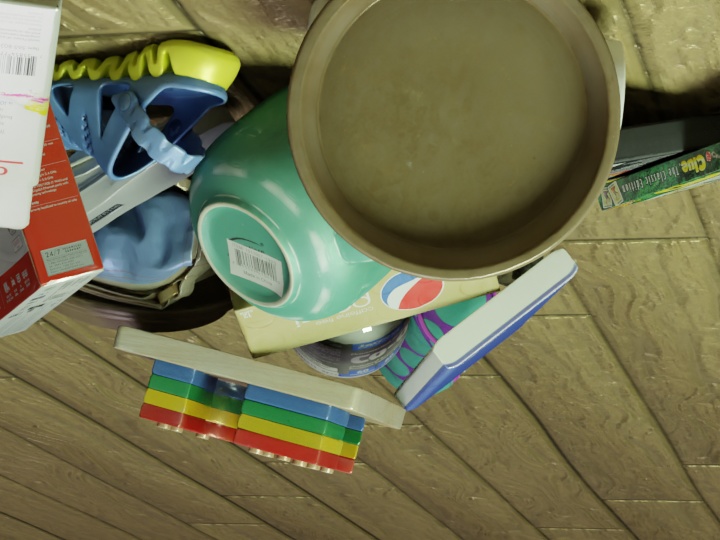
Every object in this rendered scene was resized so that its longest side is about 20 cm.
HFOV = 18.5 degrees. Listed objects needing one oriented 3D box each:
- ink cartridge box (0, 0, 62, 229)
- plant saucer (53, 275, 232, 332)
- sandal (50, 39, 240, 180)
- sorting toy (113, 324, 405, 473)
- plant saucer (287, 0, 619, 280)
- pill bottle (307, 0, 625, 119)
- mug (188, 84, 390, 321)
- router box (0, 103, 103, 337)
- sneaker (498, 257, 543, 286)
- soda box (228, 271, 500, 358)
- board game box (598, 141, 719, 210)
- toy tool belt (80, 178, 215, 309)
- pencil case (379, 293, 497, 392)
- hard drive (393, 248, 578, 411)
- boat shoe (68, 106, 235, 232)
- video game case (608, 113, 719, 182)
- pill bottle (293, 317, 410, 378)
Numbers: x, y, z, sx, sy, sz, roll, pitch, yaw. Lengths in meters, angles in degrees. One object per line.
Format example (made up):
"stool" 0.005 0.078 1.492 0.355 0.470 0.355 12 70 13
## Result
"ink cartridge box" -0.254 -0.121 1.399 0.115 0.068 0.200 7 137 -10
"plant saucer" -0.189 0.005 1.836 0.200 0.030 0.200 7 -158 -3
"sandal" -0.172 -0.104 1.555 0.200 0.087 0.079 -9 162 42
"sorting toy" -0.083 0.111 1.771 0.200 0.070 0.199 14 175 13
"plant saucer" 0.056 -0.095 1.332 0.200 0.201 0.029 4 -175 -4
"pill bottle" 0.063 -0.116 1.408 0.200 0.113 0.112 4 164 -3
"mug" -0.038 -0.046 1.542 0.152 0.114 0.185 50 145 -3
"router box" -0.258 -0.056 1.564 0.049 0.180 0.200 -16 173 -27
"sneaker" 0.074 -0.029 1.805 0.081 0.075 0.200 4 167 32
"soda box" 0.000 0.000 1.682 0.200 0.064 0.068 -16 142 1
"board game box" 0.261 -0.079 1.574 0.105 0.024 0.200 -11 176 -26
"toy tool belt" -0.156 -0.036 1.719 0.200 0.125 0.123 4 170 22
"pencil case" 0.073 0.058 2.075 0.092 0.085 0.200 21 163 -4
"hard drive" 0.097 0.051 1.771 0.132 0.025 0.200 -37 174 -14
"boat shoe" -0.186 -0.079 1.647 0.200 0.066 0.072 -32 168 18
"video game case" 0.145 -0.073 1.587 0.200 0.026 0.181 -11 176 -38
"pill bottle" -0.009 0.018 1.896 0.114 0.114 0.200 4 165 -1
